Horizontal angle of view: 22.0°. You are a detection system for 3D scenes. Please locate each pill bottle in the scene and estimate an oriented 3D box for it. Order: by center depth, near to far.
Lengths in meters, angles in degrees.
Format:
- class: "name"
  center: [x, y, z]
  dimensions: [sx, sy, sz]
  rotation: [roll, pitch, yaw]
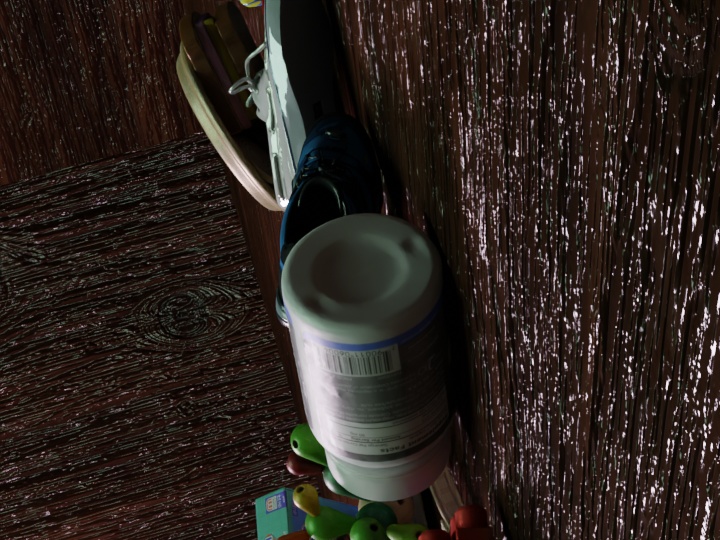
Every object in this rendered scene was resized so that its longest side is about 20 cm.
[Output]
- class: "pill bottle"
  center: [0.011, 0.067, 1.319]
  dimensions: [0.201, 0.113, 0.114]
  rotation: [82, 171, -46]

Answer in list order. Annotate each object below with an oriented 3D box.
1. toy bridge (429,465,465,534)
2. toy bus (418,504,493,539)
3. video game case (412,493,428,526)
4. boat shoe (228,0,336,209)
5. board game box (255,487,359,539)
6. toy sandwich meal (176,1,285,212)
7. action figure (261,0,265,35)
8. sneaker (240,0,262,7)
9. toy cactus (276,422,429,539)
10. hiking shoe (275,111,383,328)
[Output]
- class: "toy bridge"
  center: [0.048, 0.149, 1.508]
  dimensions: [0.200, 0.027, 0.068]
  rotation: [-123, 18, -52]
- class: "toy bus"
  center: [0.071, 0.255, 1.258]
  dimensions: [0.200, 0.134, 0.194]
  rotation: [105, 165, -75]
- class: "video game case"
  center: [0.021, 0.142, 1.864]
  dimensions: [0.200, 0.023, 0.184]
  rotation: [-123, 18, -71]
- class: "boat shoe"
  center: [-0.066, -0.145, 1.541]
  dimensions: [0.074, 0.085, 0.204]
  rotation: [-33, -63, -50]
- class: "board game box"
  center: [-0.012, 0.302, 1.768]
  dimensions: [0.199, 0.045, 0.154]
  rotation: [22, -126, -44]
- class: "toy sandwich meal"
  center: [-0.096, -0.147, 1.660]
  dimensions: [0.206, 0.070, 0.205]
  rotation: [56, -170, -14]
- class: "action figure"
  center: [-0.065, -0.214, 1.662]
  dimensions: [0.200, 0.051, 0.066]
  rotation: [-106, 8, -65]
- class: "sneaker"
  center: [-0.108, -0.318, 1.690]
  dimensions: [0.200, 0.070, 0.083]
  rotation: [81, 166, -68]
- class: "toy cactus"
  center: [0.012, 0.203, 1.446]
  dimensions: [0.200, 0.102, 0.165]
  rotation: [42, -170, 2]
- class: "hiking shoe"
  center: [-0.019, -0.052, 1.396]
  dimensions: [0.087, 0.073, 0.202]
  rotation: [96, 180, -52]
